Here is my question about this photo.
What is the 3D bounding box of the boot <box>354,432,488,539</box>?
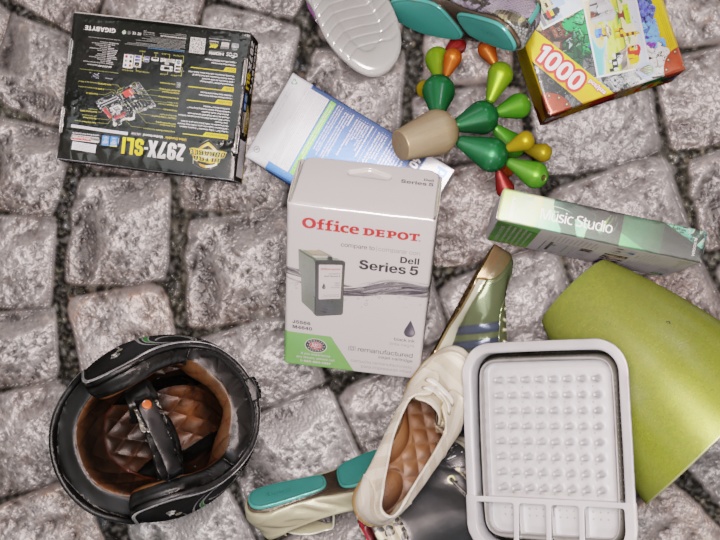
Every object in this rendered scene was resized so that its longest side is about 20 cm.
[{"bbox_3d":[0.097,0.286,1.066,0.153,0.073,0.205,-25,84,-21],"label":"boot"}]

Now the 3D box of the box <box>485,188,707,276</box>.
[{"bbox_3d":[0.229,-0.036,1.068,0.198,0.144,0.037,11,85,3],"label":"box"}]

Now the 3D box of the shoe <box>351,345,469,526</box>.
[{"bbox_3d":[0.061,0.158,1.029,0.070,0.053,0.201,32,69,-3],"label":"shoe"}]

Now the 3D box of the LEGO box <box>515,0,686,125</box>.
[{"bbox_3d":[0.229,-0.273,1.105,0.147,0.077,0.202,-19,88,3],"label":"LEGO box"}]

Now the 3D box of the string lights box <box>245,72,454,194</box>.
[{"bbox_3d":[-0.010,-0.111,1.126,0.199,0.059,0.103,32,91,3],"label":"string lights box"}]

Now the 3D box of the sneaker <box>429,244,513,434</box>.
[{"bbox_3d":[0.128,0.081,1.113,0.089,0.067,0.202,28,96,3],"label":"sneaker"}]

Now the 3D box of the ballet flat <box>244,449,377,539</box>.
[{"bbox_3d":[-0.023,0.240,1.124,0.198,0.069,0.070,-16,88,5],"label":"ballet flat"}]

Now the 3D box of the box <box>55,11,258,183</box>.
[{"bbox_3d":[-0.218,-0.185,1.146,0.197,0.049,0.162,6,92,3],"label":"box"}]

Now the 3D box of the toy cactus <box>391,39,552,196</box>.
[{"bbox_3d":[0.101,-0.148,1.086,0.164,0.102,0.201,-21,73,-27],"label":"toy cactus"}]

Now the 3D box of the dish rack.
[{"bbox_3d":[0.182,0.167,1.005,0.170,0.043,0.203,-5,85,34],"label":"dish rack"}]

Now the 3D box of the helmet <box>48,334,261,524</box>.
[{"bbox_3d":[-0.205,0.158,1.069,0.198,0.190,0.203,9,71,-28],"label":"helmet"}]

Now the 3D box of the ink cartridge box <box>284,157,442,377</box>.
[{"bbox_3d":[0.000,0.000,1.061,0.144,0.084,0.202,6,127,4],"label":"ink cartridge box"}]

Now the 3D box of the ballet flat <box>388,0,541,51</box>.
[{"bbox_3d":[0.111,-0.269,1.081,0.071,0.200,0.073,-15,117,-33],"label":"ballet flat"}]

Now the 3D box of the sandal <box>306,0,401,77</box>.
[{"bbox_3d":[-0.023,-0.286,1.139,0.082,0.050,0.204,-30,74,-12],"label":"sandal"}]

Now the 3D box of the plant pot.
[{"bbox_3d":[0.281,0.092,1.058,0.187,0.187,0.200,-43,73,2],"label":"plant pot"}]
